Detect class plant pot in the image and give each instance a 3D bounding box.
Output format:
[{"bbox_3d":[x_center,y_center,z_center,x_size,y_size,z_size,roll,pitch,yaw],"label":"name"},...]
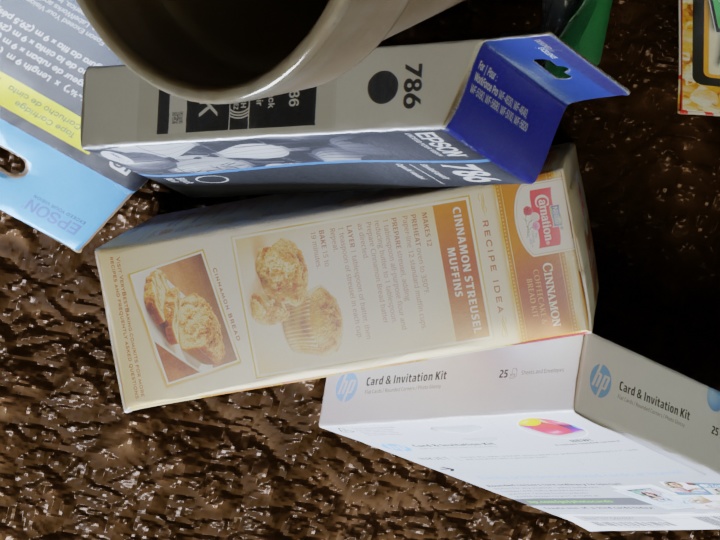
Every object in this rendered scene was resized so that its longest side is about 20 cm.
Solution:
[{"bbox_3d":[0.002,-0.171,1.119,0.173,0.200,0.200,-11,142,-39],"label":"plant pot"}]

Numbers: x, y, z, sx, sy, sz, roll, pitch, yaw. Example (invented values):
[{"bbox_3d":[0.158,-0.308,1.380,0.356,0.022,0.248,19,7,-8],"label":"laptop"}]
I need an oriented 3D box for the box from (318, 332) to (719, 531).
[{"bbox_3d":[0.104,0.077,1.367,0.156,0.041,0.200,-6,159,44],"label":"box"}]

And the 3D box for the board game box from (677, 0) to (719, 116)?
[{"bbox_3d":[0.204,-0.137,1.200,0.151,0.046,0.200,6,142,10],"label":"board game box"}]

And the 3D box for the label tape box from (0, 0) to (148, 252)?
[{"bbox_3d":[-0.118,-0.119,1.255,0.144,0.063,0.200,30,124,-26],"label":"label tape box"}]

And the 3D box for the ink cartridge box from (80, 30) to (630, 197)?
[{"bbox_3d":[-0.001,-0.059,1.180,0.199,0.039,0.099,-4,167,24],"label":"ink cartridge box"}]

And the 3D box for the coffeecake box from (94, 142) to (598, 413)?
[{"bbox_3d":[0.000,0.000,1.296,0.199,0.154,0.073,-10,95,7],"label":"coffeecake box"}]

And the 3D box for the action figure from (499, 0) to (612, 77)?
[{"bbox_3d":[0.097,-0.164,1.211,0.054,0.118,0.201,16,121,0],"label":"action figure"}]
